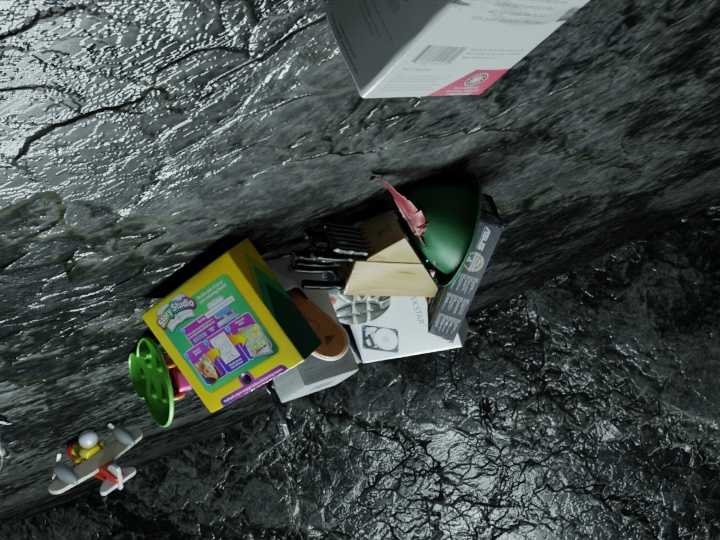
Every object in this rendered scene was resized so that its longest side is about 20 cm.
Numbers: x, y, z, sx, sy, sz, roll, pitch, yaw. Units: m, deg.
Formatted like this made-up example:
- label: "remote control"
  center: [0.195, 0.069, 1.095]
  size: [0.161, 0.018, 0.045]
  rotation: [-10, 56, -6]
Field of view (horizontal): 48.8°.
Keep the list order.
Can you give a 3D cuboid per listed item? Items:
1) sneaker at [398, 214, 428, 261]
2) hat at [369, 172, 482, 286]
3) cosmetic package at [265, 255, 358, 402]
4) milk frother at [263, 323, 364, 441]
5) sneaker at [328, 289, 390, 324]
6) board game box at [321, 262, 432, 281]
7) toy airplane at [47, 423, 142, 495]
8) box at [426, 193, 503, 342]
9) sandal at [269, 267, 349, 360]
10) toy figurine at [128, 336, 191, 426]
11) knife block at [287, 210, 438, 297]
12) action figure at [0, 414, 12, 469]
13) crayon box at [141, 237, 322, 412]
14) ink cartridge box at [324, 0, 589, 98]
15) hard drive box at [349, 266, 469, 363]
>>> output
- label: "sneaker"
  center: [0.101, -0.047, 1.318]
  size: [0.075, 0.079, 0.200]
  rotation: [-32, 167, 33]
- label: "hat"
  center: [0.066, -0.085, 1.143]
  size: [0.175, 0.166, 0.200]
  rotation: [12, 132, -12]
- label: "cosmetic package"
  center: [-0.096, 0.083, 1.204]
  size: [0.107, 0.201, 0.085]
  rotation: [-11, 161, -38]
- label: "milk frother"
  center: [-0.090, 0.194, 1.488]
  size: [0.188, 0.201, 0.180]
  rotation: [-26, 164, 10]
- label: "sneaker"
  center: [-0.045, 0.043, 1.397]
  size: [0.199, 0.084, 0.081]
  rotation: [-2, 120, -6]
- label: "board game box"
  center: [0.011, -0.002, 1.334]
  size: [0.135, 0.035, 0.200]
  rotation: [-6, -178, 37]
- label: "toy airplane"
  center: [-0.640, 0.453, 1.921]
  size: [0.198, 0.142, 0.200]
  rotation: [-11, -159, 0]
- label: "box"
  center: [0.158, -0.012, 1.242]
  size: [0.161, 0.049, 0.201]
  rotation: [-77, -174, -70]
- label: "sandal"
  center: [-0.103, 0.049, 1.108]
  size: [0.079, 0.206, 0.059]
  rotation: [-56, 171, -17]
- label: "toy figurine"
  center: [-0.278, 0.166, 1.361]
  size: [0.184, 0.151, 0.200]
  rotation: [-12, -174, -33]
- label: "knife block"
  center: [0.000, 0.000, 1.169]
  size: [0.175, 0.064, 0.200]
  rotation: [-29, 137, 9]
- label: "action figure"
  center: [-0.637, 0.286, 1.299]
  size: [0.119, 0.102, 0.200]
  rotation: [-3, 161, -29]
- label: "crayon box"
  center: [-0.178, 0.078, 1.079]
  size: [0.200, 0.173, 0.058]
  rotation: [-31, -175, 33]
- label: "ink cartridge box"
  center: [0.091, -0.212, 0.561]
  size: [0.145, 0.085, 0.200]
  rotation: [-13, 166, -42]
- label: "hard drive box"
  center: [0.080, 0.072, 1.461]
  size: [0.199, 0.156, 0.077]
  rotation: [-13, -162, 23]
